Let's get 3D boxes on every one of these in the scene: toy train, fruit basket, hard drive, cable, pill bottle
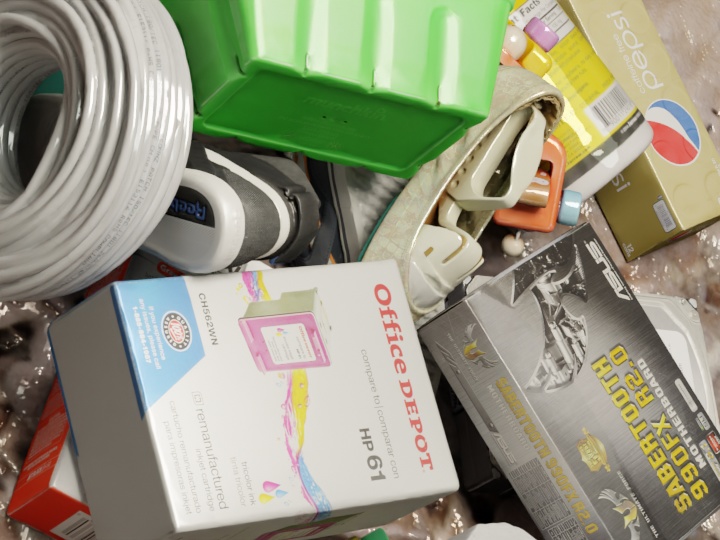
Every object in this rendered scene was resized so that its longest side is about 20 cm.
[{"bbox_3d":[0.053,-0.097,1.674,0.199,0.056,0.151,16,95,-2],"label":"toy train"},{"bbox_3d":[-0.026,-0.169,1.556,0.215,0.155,0.217,15,59,-28],"label":"fruit basket"},{"bbox_3d":[0.148,0.079,1.745,0.199,0.038,0.141,6,66,-32],"label":"hard drive"},{"bbox_3d":[-0.181,-0.078,1.475,0.069,0.200,0.201,19,35,-51],"label":"cable"},{"bbox_3d":[0.093,-0.134,1.754,0.200,0.111,0.111,53,50,-3],"label":"pill bottle"}]

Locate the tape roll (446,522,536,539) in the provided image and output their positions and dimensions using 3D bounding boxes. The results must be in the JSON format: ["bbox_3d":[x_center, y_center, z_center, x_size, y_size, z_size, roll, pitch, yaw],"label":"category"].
[{"bbox_3d":[0.089,0.250,1.553,0.200,0.066,0.201,46,28,-34],"label":"tape roll"}]

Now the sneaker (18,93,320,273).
[{"bbox_3d":[-0.105,-0.047,1.530,0.111,0.200,0.074,-2,113,-46],"label":"sneaker"}]

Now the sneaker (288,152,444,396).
[{"bbox_3d":[0.000,0.000,1.658,0.078,0.079,0.201,-12,101,-37],"label":"sneaker"}]

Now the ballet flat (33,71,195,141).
[{"bbox_3d":[-0.155,-0.100,1.598,0.200,0.072,0.072,43,51,-12],"label":"ballet flat"}]

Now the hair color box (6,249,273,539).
[{"bbox_3d":[-0.121,0.071,1.543,0.101,0.061,0.201,31,56,-19],"label":"hair color box"}]

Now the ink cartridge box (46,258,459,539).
[{"bbox_3d":[-0.058,0.077,1.491,0.199,0.085,0.145,-5,73,-39],"label":"ink cartridge box"}]

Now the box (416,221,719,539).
[{"bbox_3d":[0.141,0.085,1.663,0.158,0.048,0.201,-28,86,-51],"label":"box"}]

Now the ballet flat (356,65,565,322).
[{"bbox_3d":[0.058,-0.037,1.599,0.067,0.062,0.201,39,76,-48],"label":"ballet flat"}]

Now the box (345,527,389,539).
[{"bbox_3d":[-0.037,0.236,1.537,0.199,0.048,0.118,-24,84,-38],"label":"box"}]

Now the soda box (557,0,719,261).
[{"bbox_3d":[0.181,-0.114,1.837,0.068,0.064,0.201,-21,83,-39],"label":"soda box"}]
